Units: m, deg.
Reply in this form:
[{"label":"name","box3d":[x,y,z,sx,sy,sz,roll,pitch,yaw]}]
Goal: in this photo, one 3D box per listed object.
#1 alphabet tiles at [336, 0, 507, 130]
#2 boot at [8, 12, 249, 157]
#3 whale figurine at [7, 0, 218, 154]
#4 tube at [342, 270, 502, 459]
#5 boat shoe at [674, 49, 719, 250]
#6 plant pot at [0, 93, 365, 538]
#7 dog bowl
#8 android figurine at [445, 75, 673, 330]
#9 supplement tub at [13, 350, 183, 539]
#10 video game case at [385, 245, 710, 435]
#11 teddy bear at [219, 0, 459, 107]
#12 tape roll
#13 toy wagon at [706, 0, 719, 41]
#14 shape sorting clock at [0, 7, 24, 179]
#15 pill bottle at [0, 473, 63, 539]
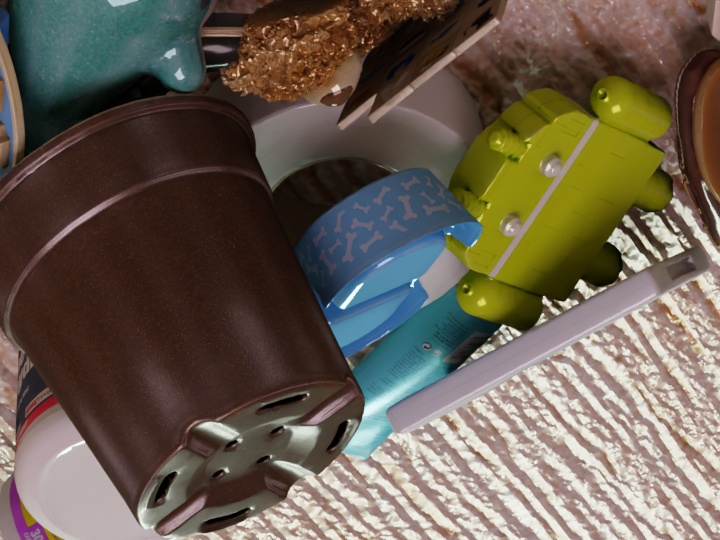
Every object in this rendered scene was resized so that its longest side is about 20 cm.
[{"label":"alphabet tiles","box3d":[0.058,-0.158,1.608,0.166,0.200,0.006,-37,106,26]},{"label":"boot","box3d":[-0.145,-0.081,1.694,0.199,0.139,0.077,-11,178,18]},{"label":"whale figurine","box3d":[-0.165,-0.146,1.603,0.159,0.104,0.200,33,110,10]},{"label":"tube","box3d":[0.029,0.072,1.926,0.077,0.051,0.200,20,132,-29]},{"label":"boat shoe","box3d":[0.237,-0.069,1.791,0.070,0.070,0.200,-41,135,-18]},{"label":"plant pot","box3d":[-0.108,0.037,1.616,0.200,0.199,0.200,-25,154,-13]},{"label":"dog bowl","box3d":[0.000,0.000,1.701,0.111,0.050,0.200,-23,165,-28]},{"label":"android figurine","box3d":[0.124,-0.046,1.760,0.182,0.041,0.200,-55,145,10]},{"label":"supplement tub","box3d":[-0.155,0.070,1.797,0.140,0.200,0.141,-3,133,-3]},{"label":"video game case","box3d":[0.128,0.045,1.823,0.200,0.182,0.024,-29,86,18]},{"label":"teddy bear","box3d":[-0.007,-0.149,1.612,0.145,0.200,0.067,-15,110,10]},{"label":"tape roll","box3d":[-0.016,-0.056,1.780,0.202,0.071,0.203,-3,134,-3]},{"label":"toy wagon","box3d":[0.309,-0.197,1.698,0.155,0.040,0.200,34,122,-31]},{"label":"shape sorting clock","box3d":[-0.265,-0.119,1.633,0.039,0.200,0.200,-31,148,-38]},{"label":"pill bottle","box3d":[-0.152,0.147,1.937,0.200,0.104,0.104,-32,128,22]}]
